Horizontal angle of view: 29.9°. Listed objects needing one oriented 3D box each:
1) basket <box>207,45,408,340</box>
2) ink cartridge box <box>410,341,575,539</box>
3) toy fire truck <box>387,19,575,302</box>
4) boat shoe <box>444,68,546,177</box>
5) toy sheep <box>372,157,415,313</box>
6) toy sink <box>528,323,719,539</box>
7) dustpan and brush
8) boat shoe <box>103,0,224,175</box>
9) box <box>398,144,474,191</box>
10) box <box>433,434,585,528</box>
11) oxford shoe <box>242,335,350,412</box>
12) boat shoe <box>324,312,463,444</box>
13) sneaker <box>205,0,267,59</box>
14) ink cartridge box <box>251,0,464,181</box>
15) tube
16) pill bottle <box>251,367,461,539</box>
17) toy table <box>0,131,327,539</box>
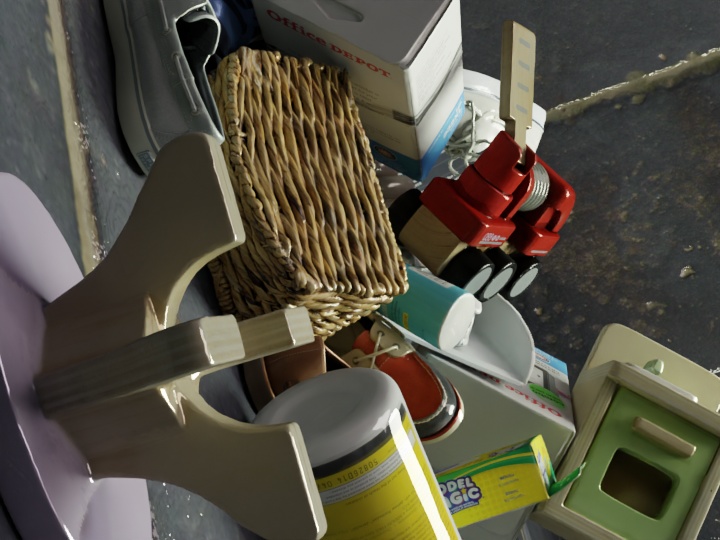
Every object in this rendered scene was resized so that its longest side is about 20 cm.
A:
[{"bbox_3d":[-0.079,-0.044,1.003,0.142,0.149,0.201,1,66,-44],"label":"basket"},{"bbox_3d":[0.096,0.140,1.227,0.146,0.146,0.200,28,14,-1],"label":"ink cartridge box"},{"bbox_3d":[0.123,-0.089,1.145,0.129,0.200,0.176,45,19,20],"label":"toy fire truck"},{"bbox_3d":[0.106,-0.131,1.271,0.202,0.074,0.087,17,81,-55],"label":"boat shoe"},{"bbox_3d":[-0.005,-0.038,1.224,0.138,0.137,0.201,-9,85,-80],"label":"toy sheep"},{"bbox_3d":[0.244,0.152,1.178,0.130,0.201,0.112,29,-12,0],"label":"toy sink"},{"bbox_3d":[0.091,0.023,1.207,0.200,0.139,0.057,-79,-167,-75],"label":"dustpan and brush"},{"bbox_3d":[-0.126,-0.153,0.911,0.070,0.071,0.202,56,18,-57],"label":"boat shoe"},{"bbox_3d":[0.014,-0.159,1.377,0.197,0.117,0.201,33,-31,64],"label":"box"},{"bbox_3d":[0.076,0.175,1.050,0.117,0.199,0.049,18,54,-79],"label":"box"},{"bbox_3d":[-0.021,0.112,1.018,0.200,0.071,0.072,61,13,-55],"label":"oxford shoe"},{"bbox_3d":[0.006,0.068,1.079,0.200,0.071,0.063,39,-18,46],"label":"boat shoe"},{"bbox_3d":[-0.099,-0.221,1.110,0.074,0.082,0.200,49,11,0],"label":"sneaker"},{"bbox_3d":[0.004,-0.175,1.099,0.145,0.084,0.200,29,-16,15],"label":"ink cartridge box"},{"bbox_3d":[0.000,0.000,1.108,0.200,0.050,0.078,28,-25,29],"label":"tube"},{"bbox_3d":[0.006,0.176,0.922,0.112,0.112,0.201,-84,154,-68],"label":"pill bottle"},{"bbox_3d":[-0.095,0.040,0.600,0.184,0.117,0.201,-57,129,-77],"label":"toy table"}]
